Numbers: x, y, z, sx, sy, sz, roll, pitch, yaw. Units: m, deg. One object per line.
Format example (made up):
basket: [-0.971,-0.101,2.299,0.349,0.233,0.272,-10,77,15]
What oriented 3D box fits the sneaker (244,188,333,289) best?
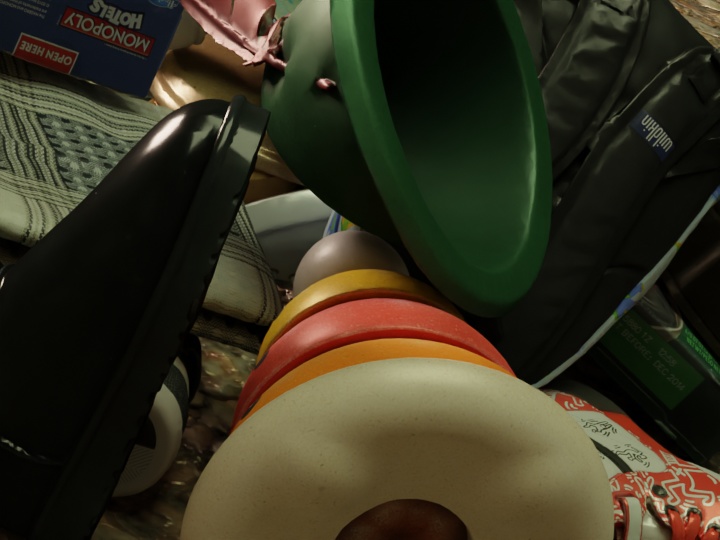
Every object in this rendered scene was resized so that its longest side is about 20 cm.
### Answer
sneaker: [0.000,0.000,0.866,0.198,0.086,0.073,-7,-2,-11]

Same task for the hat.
hat: [-0.033,-0.057,0.705,0.175,0.166,0.201,-15,39,27]

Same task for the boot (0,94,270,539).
boot: [-0.137,0.000,0.598,0.161,0.199,0.073,26,23,-4]

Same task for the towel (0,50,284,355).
towel: [-0.132,-0.050,0.734,0.199,0.035,0.193,19,25,-27]

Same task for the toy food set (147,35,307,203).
toy food set: [-0.035,-0.082,1.035,0.196,0.049,0.200,16,23,-12]

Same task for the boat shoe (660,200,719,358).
boat shoe: [0.166,-0.038,0.898,0.201,0.072,0.068,62,26,4]

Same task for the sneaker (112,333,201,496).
sneaker: [-0.160,0.017,0.703,0.199,0.073,0.112,27,19,-6]

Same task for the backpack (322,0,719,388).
backpack: [0.069,-0.032,0.792,0.163,0.154,0.201,38,64,-15]

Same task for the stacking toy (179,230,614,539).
stacking toy: [0.003,0.051,0.645,0.145,0.147,0.200,14,27,-15]

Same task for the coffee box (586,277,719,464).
coffee box: [0.161,0.010,0.950,0.123,0.044,0.200,45,23,-5]

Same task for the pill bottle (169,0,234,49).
pill bottle: [-0.034,-0.187,1.011,0.198,0.121,0.120,-12,33,-15]

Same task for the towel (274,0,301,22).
towel: [0.055,-0.102,0.940,0.198,0.022,0.147,-3,43,-27]

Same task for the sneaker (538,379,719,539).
sneaker: [0.127,0.116,0.720,0.200,0.068,0.108,28,25,25]

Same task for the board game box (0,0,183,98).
board game box: [-0.208,-0.169,0.816,0.199,0.062,0.200,17,15,-36]
